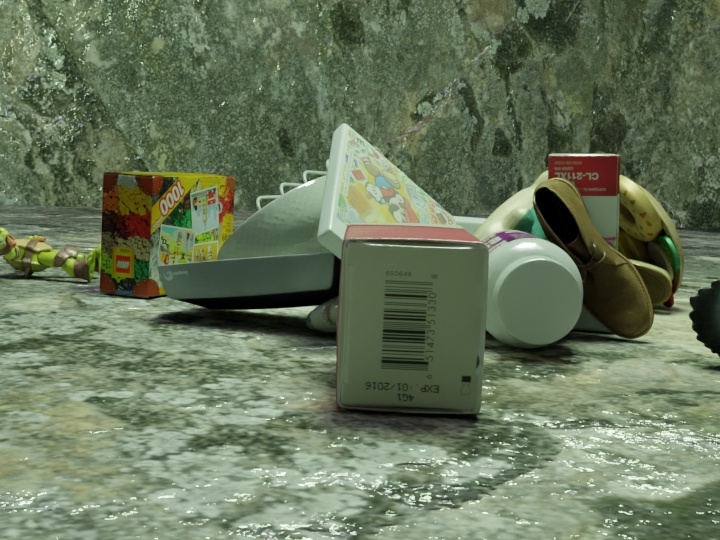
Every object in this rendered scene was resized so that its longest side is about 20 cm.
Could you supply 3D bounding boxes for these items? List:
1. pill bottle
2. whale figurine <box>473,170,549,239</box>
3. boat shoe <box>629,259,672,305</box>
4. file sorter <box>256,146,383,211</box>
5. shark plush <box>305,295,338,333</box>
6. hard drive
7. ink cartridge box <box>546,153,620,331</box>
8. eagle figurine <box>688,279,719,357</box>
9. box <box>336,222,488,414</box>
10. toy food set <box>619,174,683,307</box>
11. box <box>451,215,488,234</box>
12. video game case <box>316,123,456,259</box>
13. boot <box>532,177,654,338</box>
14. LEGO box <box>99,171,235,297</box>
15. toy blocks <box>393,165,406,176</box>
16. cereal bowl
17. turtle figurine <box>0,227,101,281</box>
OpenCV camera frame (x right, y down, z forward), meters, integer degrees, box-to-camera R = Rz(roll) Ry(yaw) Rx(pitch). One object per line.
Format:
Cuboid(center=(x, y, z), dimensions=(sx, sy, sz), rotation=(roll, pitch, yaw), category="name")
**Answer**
Cuboid(center=(0.166, 0.019, 1.106), dimensions=(0.112, 0.113, 0.200), rotation=(3, 6, -2), category="pill bottle")
Cuboid(center=(0.208, -0.037, 1.375), dimensions=(0.104, 0.200, 0.159), rotation=(40, -16, 8), category="whale figurine")
Cuboid(center=(0.330, 0.004, 1.451), dimensions=(0.199, 0.074, 0.066), rotation=(7, 28, 34), category="boat shoe")
Cuboid(center=(-0.047, -0.102, 1.726), dimensions=(0.199, 0.125, 0.139), rotation=(-25, -6, 23), category="file sorter")
Cuboid(center=(0.025, 0.032, 1.152), dimensions=(0.083, 0.091, 0.200), rotation=(-30, -4, 29), category="shark plush")
Cuboid(center=(-0.103, 0.014, 1.158), dimensions=(0.199, 0.043, 0.135), rotation=(-4, -10, 17), category="hard drive")
Cuboid(center=(0.264, -0.037, 1.269), dimensions=(0.082, 0.201, 0.146), rotation=(2, 5, 12), category="ink cartridge box")
Cuboid(center=(0.433, 0.019, 1.051), dimensions=(0.199, 0.152, 0.152), rotation=(13, 20, 19), category="eagle figurine")
Cuboid(center=(0.037, 0.030, 0.863), dimensions=(0.108, 0.129, 0.200), rotation=(2, 5, 0), category="box")
Cuboid(center=(0.372, -0.040, 1.477), dimensions=(0.049, 0.199, 0.200), rotation=(-30, 8, -16), category="toy food set")
Cuboid(center=(0.158, -0.032, 1.646), dimensions=(0.199, 0.098, 0.124), rotation=(7, 7, 35), category="box")
Cuboid(center=(0.035, -0.044, 1.130), dimensions=(0.182, 0.023, 0.200), rotation=(39, 31, -24), category="video game case")
Cuboid(center=(0.245, -0.009, 1.160), dimensions=(0.073, 0.200, 0.075), rotation=(-35, -6, 19), category="boot")
Cuboid(center=(-0.246, -0.051, 1.383), dimensions=(0.077, 0.150, 0.200), rotation=(6, 7, 22), category="LEGO box")
Cuboid(center=(0.034, -0.054, 1.244), dimensions=(0.100, 0.137, 0.200), rotation=(-21, -35, 31), category="toy blocks")
Cuboid(center=(-0.080, -0.033, 1.378), dimensions=(0.200, 0.083, 0.200), rotation=(-32, -9, -6), category="cereal bowl")
Cuboid(center=(-0.431, -0.021, 1.420), dimensions=(0.160, 0.065, 0.200), rotation=(10, -3, -2), category="turtle figurine")
